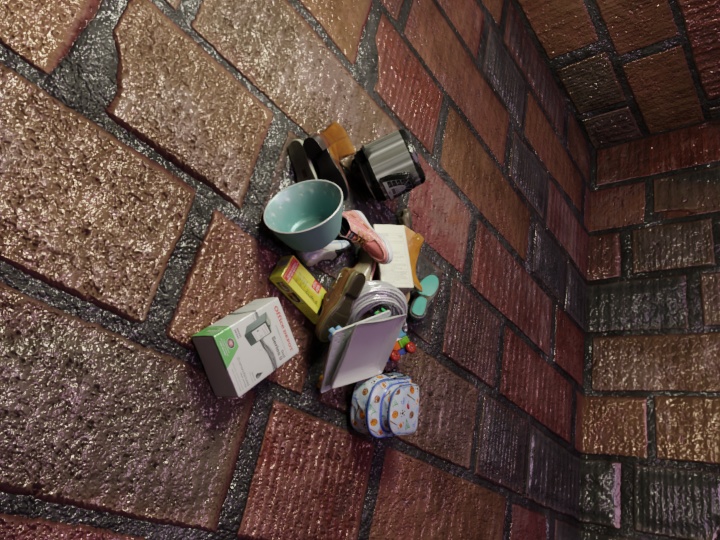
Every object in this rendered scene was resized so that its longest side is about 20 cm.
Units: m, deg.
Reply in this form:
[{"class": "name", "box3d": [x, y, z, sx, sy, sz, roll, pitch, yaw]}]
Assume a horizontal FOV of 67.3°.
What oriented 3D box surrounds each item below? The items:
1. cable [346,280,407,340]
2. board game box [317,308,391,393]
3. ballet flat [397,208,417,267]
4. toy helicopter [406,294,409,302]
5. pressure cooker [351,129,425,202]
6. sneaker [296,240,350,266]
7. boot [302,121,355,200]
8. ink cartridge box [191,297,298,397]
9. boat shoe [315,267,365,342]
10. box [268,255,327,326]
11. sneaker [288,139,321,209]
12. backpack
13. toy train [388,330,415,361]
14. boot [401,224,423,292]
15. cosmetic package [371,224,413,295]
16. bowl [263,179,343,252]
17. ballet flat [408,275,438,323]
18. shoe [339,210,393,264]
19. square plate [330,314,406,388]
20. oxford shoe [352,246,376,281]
[{"class": "cable", "box3d": [0.032, 0.116, 1.467, 0.199, 0.069, 0.201, -9, 126, -18]}, {"class": "board game box", "box3d": [-0.018, 0.204, 1.400, 0.200, 0.026, 0.201, -17, 132, -41]}, {"class": "ballet flat", "box3d": [0.155, -0.101, 1.766, 0.067, 0.046, 0.201, -61, 142, -78]}, {"class": "toy helicopter", "box3d": [0.074, 0.090, 1.622, 0.200, 0.079, 0.133, -14, 103, -40]}, {"class": "pressure cooker", "box3d": [0.074, -0.297, 1.587, 0.179, 0.199, 0.176, -72, 139, -79]}, {"class": "sneaker", "box3d": [-0.094, -0.061, 1.436, 0.073, 0.072, 0.200, 56, 31, 11]}, {"class": "boot", "box3d": [-0.062, -0.292, 1.444, 0.188, 0.068, 0.200, 53, 30, -8]}, {"class": "ink cartridge box", "box3d": [-0.247, 0.163, 1.189, 0.200, 0.084, 0.146, -34, 110, -49]}, {"class": "boat shoe", "box3d": [-0.061, 0.086, 1.369, 0.200, 0.068, 0.072, -58, 139, -13]}, {"class": "box", "box3d": [-0.140, 0.054, 1.367, 0.200, 0.050, 0.075, 51, 49, -32]}, {"class": "sneaker", "box3d": [-0.113, -0.253, 1.439, 0.106, 0.075, 0.201, -20, 98, -51]}, {"class": "backpack", "box3d": [0.064, 0.375, 1.487, 0.190, 0.154, 0.201, 6, 81, -39]}, {"class": "toy train", "box3d": [0.059, 0.218, 1.568, 0.200, 0.085, 0.116, -18, 81, -42]}, {"class": "boot", "box3d": [0.165, -0.038, 1.709, 0.201, 0.071, 0.144, 42, 76, -29]}, {"class": "cosmetic package", "box3d": [0.085, -0.030, 1.582, 0.105, 0.071, 0.201, 2, 67, -17]}, {"class": "bowl", "box3d": [-0.126, -0.122, 1.330, 0.201, 0.200, 0.105, -62, 147, -36]}, {"class": "ballet flat", "box3d": [0.203, 0.099, 1.770, 0.073, 0.073, 0.200, 57, 42, -26]}, {"class": "shoe", "box3d": [0.002, -0.090, 1.500, 0.091, 0.072, 0.200, -9, 53, -47]}, {"class": "square plate", "box3d": [0.018, 0.201, 1.393, 0.200, 0.028, 0.199, -5, 123, -48]}, {"class": "oxford shoe", "box3d": [0.000, 0.000, 1.536, 0.075, 0.070, 0.201, 12, 55, -16]}]
